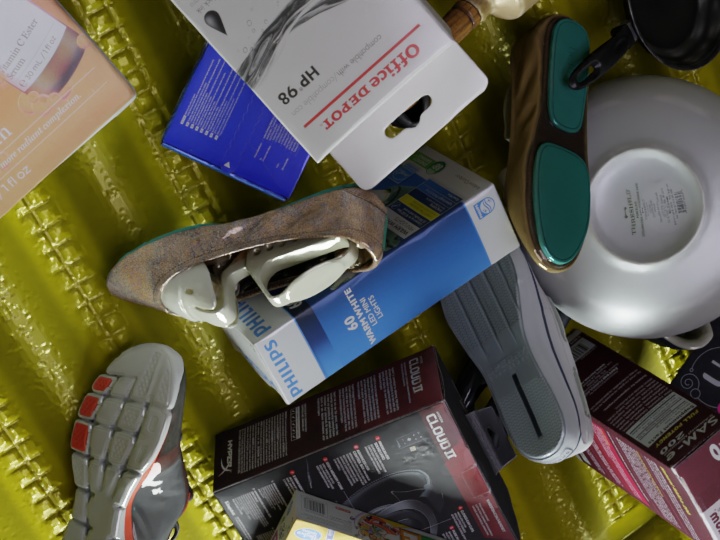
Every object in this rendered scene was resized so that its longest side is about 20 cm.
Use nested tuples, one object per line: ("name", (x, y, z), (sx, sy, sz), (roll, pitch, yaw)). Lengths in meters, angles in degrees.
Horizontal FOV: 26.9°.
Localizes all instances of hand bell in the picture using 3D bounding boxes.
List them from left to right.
("hand bell", (0.067, -0.167, 1.012), (0.200, 0.104, 0.104), (-49, 122, -18))

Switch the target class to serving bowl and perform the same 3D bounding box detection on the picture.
("serving bowl", (0.209, -0.047, 1.106), (0.200, 0.066, 0.200), (0, 91, 9))

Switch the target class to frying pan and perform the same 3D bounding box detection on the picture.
("frying pan", (0.219, -0.176, 1.120), (0.115, 0.031, 0.190), (40, 68, -28))

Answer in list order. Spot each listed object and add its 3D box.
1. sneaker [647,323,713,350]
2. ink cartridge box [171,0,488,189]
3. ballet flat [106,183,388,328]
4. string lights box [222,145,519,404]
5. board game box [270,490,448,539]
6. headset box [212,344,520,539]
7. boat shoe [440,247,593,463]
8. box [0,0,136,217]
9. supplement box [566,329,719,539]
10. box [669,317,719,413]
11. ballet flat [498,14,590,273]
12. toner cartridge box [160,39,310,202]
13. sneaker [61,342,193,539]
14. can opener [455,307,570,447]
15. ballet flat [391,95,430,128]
("sneaker", (0.229, -0.023, 1.172), (0.067, 0.090, 0.200), (-27, 117, -14))
("ink cartridge box", (-0.022, -0.151, 0.929), (0.116, 0.067, 0.200), (-41, 99, 9))
("ballet flat", (-0.076, -0.001, 1.000), (0.200, 0.067, 0.068), (-19, 145, 11))
("string lights box", (0.000, 0.000, 1.061), (0.200, 0.103, 0.059), (-34, 121, -12))
("board game box", (0.019, 0.247, 1.083), (0.200, 0.034, 0.135), (20, 116, -13))
("headset box", (0.014, 0.157, 1.097), (0.200, 0.077, 0.149), (-24, 118, 9))
("boat shoe", (0.115, 0.050, 1.123), (0.067, 0.073, 0.200), (9, 61, -56))
("box", (-0.261, -0.135, 0.885), (0.152, 0.106, 0.200), (-44, 121, -6))
("supplement box", (0.221, 0.130, 1.157), (0.061, 0.200, 0.109), (-39, 120, -9))
("box", (0.361, 0.057, 1.228), (0.200, 0.115, 0.132), (-55, 152, 1))
("ballet flat", (0.130, -0.086, 1.074), (0.069, 0.063, 0.200), (24, 63, -33))
("toner cartridge box", (-0.048, -0.156, 0.990), (0.095, 0.043, 0.200), (25, 103, -10))
("sneaker", (-0.156, 0.144, 1.068), (0.082, 0.077, 0.200), (2, 109, -55))
("can opener", (0.105, 0.084, 1.176), (0.063, 0.079, 0.200), (27, 91, 8))
("ballet flat", (0.019, -0.193, 1.030), (0.066, 0.057, 0.200), (-22, 115, -14))
